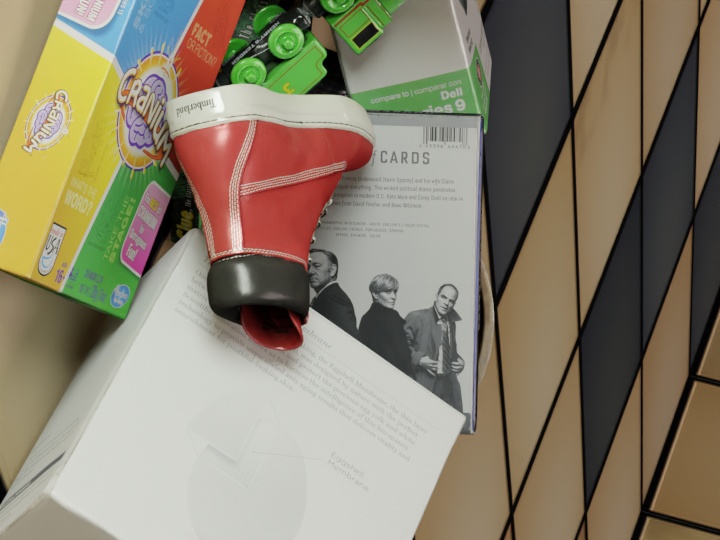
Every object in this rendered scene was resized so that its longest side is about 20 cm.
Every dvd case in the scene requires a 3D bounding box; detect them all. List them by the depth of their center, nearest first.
[{"bbox_3d":[0.000,0.000,1.574,0.025,0.150,0.200,-44,136,-78],"label":"dvd case"}]

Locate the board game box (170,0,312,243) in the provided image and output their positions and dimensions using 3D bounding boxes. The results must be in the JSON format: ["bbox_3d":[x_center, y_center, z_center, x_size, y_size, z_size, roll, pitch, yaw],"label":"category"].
[{"bbox_3d":[-0.072,-0.118,1.599,0.105,0.023,0.200,100,12,-51],"label":"board game box"}]

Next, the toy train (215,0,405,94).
[{"bbox_3d":[-0.002,-0.165,1.510,0.200,0.042,0.056,-41,126,4],"label":"toy train"}]

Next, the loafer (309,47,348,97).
[{"bbox_3d":[-0.006,-0.110,1.786,0.200,0.073,0.072,14,99,-65],"label":"loafer"}]

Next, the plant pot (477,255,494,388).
[{"bbox_3d":[-0.002,0.018,1.691,0.198,0.200,0.200,-43,145,-80],"label":"plant pot"}]

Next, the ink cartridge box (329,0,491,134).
[{"bbox_3d":[0.021,-0.193,1.607,0.146,0.084,0.200,-81,157,-65],"label":"ink cartridge box"}]

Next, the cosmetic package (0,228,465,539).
[{"bbox_3d":[-0.078,0.123,1.441,0.123,0.199,0.200,-39,-161,52],"label":"cosmetic package"}]

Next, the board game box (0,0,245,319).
[{"bbox_3d":[-0.135,-0.082,1.375,0.153,0.040,0.200,32,78,-73],"label":"board game box"}]

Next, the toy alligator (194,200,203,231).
[{"bbox_3d":[-0.111,0.021,1.558,0.059,0.054,0.200,-54,148,-58],"label":"toy alligator"}]

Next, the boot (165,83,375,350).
[{"bbox_3d":[-0.040,-0.027,1.443,0.200,0.072,0.144,-4,81,-66],"label":"boot"}]
